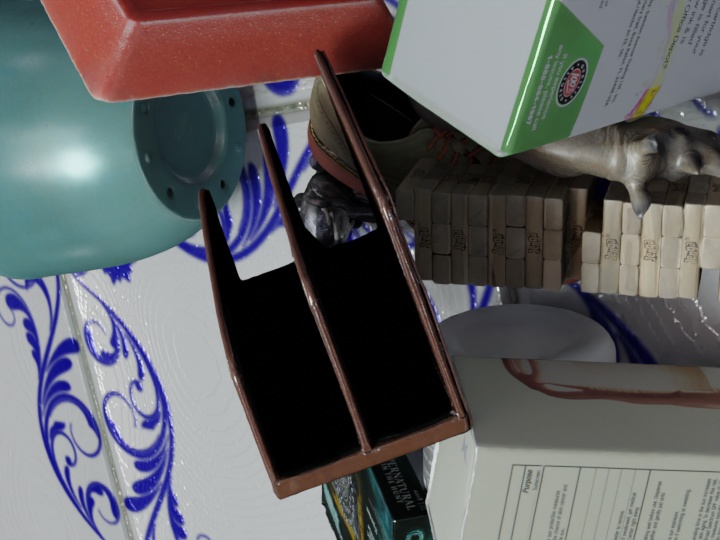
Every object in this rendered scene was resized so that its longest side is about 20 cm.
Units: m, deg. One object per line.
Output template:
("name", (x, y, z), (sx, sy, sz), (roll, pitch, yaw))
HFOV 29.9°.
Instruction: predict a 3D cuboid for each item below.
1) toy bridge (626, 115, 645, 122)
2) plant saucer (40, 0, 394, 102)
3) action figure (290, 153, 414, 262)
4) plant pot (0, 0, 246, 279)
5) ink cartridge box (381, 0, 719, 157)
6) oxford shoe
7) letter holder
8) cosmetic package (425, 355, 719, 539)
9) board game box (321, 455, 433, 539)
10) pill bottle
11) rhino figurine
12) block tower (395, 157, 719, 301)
("toy bridge", (0.091, -0.151, 0.767), (0.200, 0.027, 0.068), (37, 128, 27))
("plant saucer", (-0.093, -0.186, 0.777), (0.200, 0.199, 0.037), (58, 145, 31))
("action figure", (0.000, 0.000, 0.863), (0.119, 0.101, 0.201), (104, 172, -64))
("plant pot", (-0.177, -0.094, 0.939), (0.160, 0.200, 0.202), (0, 107, 31))
("ink cartridge box", (0.119, -0.150, 0.618), (0.084, 0.199, 0.146), (37, 129, 31))
("oxford shoe", (0.051, -0.057, 0.780), (0.199, 0.071, 0.075), (27, 158, 14))
("letter holder", (-0.029, -0.012, 0.684), (0.200, 0.100, 0.143), (-111, 1, -60))
("cosmetic package", (0.141, 0.110, 0.696), (0.087, 0.198, 0.104), (-102, 18, -61))
("board game box", (0.007, 0.155, 0.889), (0.200, 0.028, 0.136), (-118, 24, -58))
("pill bottle", (0.095, 0.131, 0.810), (0.116, 0.116, 0.202), (15, 115, 40))
("rhino figurine", (0.106, -0.080, 0.699), (0.199, 0.087, 0.060), (29, 125, 32))
("block tower", (0.122, -0.022, 0.717), (0.198, 0.054, 0.058), (5, 114, 16))
